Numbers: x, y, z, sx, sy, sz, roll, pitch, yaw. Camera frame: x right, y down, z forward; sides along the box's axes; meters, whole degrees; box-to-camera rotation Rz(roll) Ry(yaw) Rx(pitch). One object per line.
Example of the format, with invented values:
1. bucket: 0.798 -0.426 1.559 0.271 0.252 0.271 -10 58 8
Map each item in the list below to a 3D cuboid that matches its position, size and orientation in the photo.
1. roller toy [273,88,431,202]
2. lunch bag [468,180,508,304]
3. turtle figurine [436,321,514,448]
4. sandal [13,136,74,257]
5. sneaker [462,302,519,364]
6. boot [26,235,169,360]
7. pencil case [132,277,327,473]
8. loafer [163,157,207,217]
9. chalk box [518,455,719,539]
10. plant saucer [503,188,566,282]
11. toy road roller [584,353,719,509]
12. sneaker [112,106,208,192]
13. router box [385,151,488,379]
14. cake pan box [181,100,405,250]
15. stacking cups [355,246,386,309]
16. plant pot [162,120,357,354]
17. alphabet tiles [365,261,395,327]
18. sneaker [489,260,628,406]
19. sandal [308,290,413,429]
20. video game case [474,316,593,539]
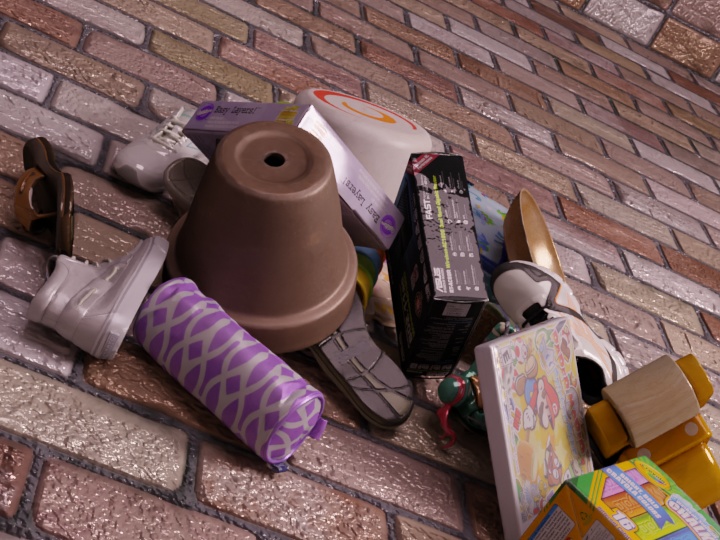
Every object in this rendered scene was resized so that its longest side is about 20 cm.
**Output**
1. roller toy: -0.012 -0.131 1.721 0.182 0.140 0.200 7 20 -39
2. lunch bag: 0.138 -0.039 1.797 0.160 0.083 0.200 34 26 -5
3. turtle figurine: 0.143 0.132 1.455 0.200 0.100 0.150 22 58 -49
4. sandal: -0.316 -0.074 1.365 0.054 0.082 0.200 -7 34 -22
5. sneaker: 0.165 0.076 1.636 0.200 0.067 0.090 29 21 -11
6. boot: -0.244 0.005 1.298 0.095 0.074 0.200 28 22 -7
7. pencil case: -0.117 0.089 1.267 0.200 0.084 0.085 40 21 22
8. loafer: -0.142 -0.042 1.517 0.072 0.063 0.200 -33 64 -25
9. chalk box: 0.252 0.264 1.308 0.124 0.125 0.200 45 27 28
10. plant saucer: 0.217 -0.001 1.719 0.200 0.035 0.201 -19 90 -73
11. toy road roller: 0.323 0.186 1.478 0.146 0.123 0.200 61 -2 19
12. sneaker: -0.220 -0.149 1.606 0.070 0.080 0.200 35 26 5
13. router box: 0.077 -0.006 1.505 0.062 0.150 0.201 2 53 -12
14. cake pan box: -0.070 -0.100 1.502 0.184 0.052 0.200 10 -29 48
15. stacking cups: 0.000 0.000 1.573 0.060 0.061 0.200 32 22 2
16. plant pot: -0.090 -0.046 1.366 0.199 0.175 0.201 6 46 -7
17. alphabet tiles: -0.017 -0.004 1.638 0.195 0.015 0.200 13 31 -33
18. sneaker: 0.220 0.069 1.548 0.200 0.074 0.080 45 22 5
19. sandal: -0.020 0.084 1.425 0.080 0.057 0.201 -19 65 -26
20. video game case: 0.179 0.158 1.385 0.023 0.201 0.182 -8 2 33
